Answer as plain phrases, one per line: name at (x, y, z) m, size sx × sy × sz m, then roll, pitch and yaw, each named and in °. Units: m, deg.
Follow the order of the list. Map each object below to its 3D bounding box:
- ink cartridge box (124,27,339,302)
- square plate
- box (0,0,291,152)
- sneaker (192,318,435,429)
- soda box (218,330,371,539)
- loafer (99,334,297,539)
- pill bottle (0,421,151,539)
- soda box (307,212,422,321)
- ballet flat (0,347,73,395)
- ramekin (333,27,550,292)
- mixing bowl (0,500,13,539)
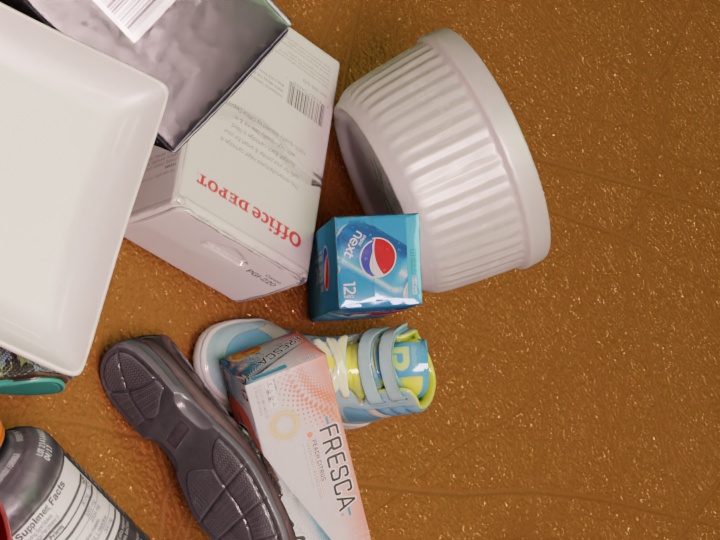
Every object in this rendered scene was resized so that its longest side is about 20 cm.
ink cartridge box at (-0.101, -0.097, 1.436) m, size 0.145 × 0.084 × 0.202 m, roll 32°, pitch 54°, yaw -39°
square plate at (-0.229, -0.062, 1.114) m, size 0.199 × 0.028 × 0.200 m, roll 25°, pitch 69°, yaw -27°
box at (-0.177, -0.197, 1.259) m, size 0.124 × 0.196 × 0.200 m, roll -47°, pitch 111°, yaw -6°
sneaker at (-0.023, 0.070, 1.435) m, size 0.199 × 0.130 × 0.080 m, roll 12°, pitch 69°, yaw -45°
soda box at (-0.044, 0.151, 1.381) m, size 0.068 × 0.064 × 0.202 m, roll -20°, pitch 111°, yaw -17°
loafer at (-0.104, 0.124, 1.337) m, size 0.200 × 0.072 × 0.063 m, roll 51°, pitch 33°, yaw 8°
pill bottle at (-0.209, 0.174, 1.208) m, size 0.200 × 0.106 × 0.107 m, roll 51°, pitch 45°, yaw -24°
soda box at (0.000, 0.000, 1.416) m, size 0.064 × 0.200 × 0.069 m, roll -3°, pitch 86°, yaw -7°
ballet flat at (-0.232, 0.047, 1.195) m, size 0.200 × 0.074 × 0.075 m, roll 32°, pitch 45°, yaw -83°
ramekin at (0.058, -0.079, 1.468) m, size 0.104 × 0.200 × 0.202 m, roll -24°, pitch 98°, yaw -10°
mixing bowl at (-0.271, 0.212, 1.085) m, size 0.109 × 0.198 × 0.202 m, roll 61°, pitch 35°, yaw -53°
